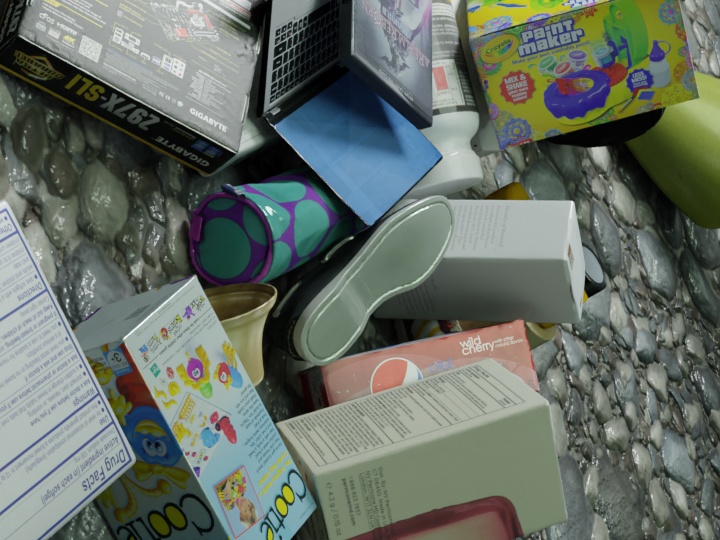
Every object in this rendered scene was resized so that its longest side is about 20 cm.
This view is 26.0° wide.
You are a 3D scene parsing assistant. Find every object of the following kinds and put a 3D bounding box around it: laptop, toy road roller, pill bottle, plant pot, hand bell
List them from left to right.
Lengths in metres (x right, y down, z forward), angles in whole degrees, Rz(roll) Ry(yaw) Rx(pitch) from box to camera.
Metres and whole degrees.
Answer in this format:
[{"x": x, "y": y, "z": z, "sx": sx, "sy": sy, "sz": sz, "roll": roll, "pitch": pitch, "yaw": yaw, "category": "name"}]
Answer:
[{"x": -0.096, "y": 0.121, "z": 1.231, "sx": 0.104, "sy": 0.104, "sz": 0.201, "roll": -35, "pitch": 118, "yaw": -55, "category": "hand bell"}, {"x": 0.002, "y": -0.173, "z": 1.349, "sx": 0.187, "sy": 0.115, "sz": 0.201, "roll": -46, "pitch": 147, "yaw": -58, "category": "laptop"}, {"x": 0.051, "y": -0.173, "z": 1.515, "sx": 0.116, "sy": 0.116, "sz": 0.201, "roll": -4, "pitch": 79, "yaw": -55, "category": "pill bottle"}, {"x": 0.147, "y": 0.001, "z": 1.581, "sx": 0.146, "sy": 0.123, "sz": 0.200, "roll": 57, "pitch": 30, "yaw": -2, "category": "toy road roller"}, {"x": 0.422, "y": -0.181, "z": 2.021, "sx": 0.199, "sy": 0.187, "sz": 0.188, "roll": 29, "pitch": 52, "yaw": -27, "category": "plant pot"}]

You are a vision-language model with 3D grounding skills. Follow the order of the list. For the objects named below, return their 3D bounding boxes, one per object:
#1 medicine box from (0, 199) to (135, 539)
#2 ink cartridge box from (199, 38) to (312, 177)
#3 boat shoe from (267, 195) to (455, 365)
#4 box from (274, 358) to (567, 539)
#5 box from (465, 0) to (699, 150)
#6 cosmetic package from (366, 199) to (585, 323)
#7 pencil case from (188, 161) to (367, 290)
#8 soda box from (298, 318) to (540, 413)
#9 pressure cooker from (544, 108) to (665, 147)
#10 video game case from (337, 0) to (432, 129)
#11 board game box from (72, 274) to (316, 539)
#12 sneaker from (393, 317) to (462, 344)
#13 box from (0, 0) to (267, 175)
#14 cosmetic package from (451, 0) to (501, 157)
[{"x": -0.264, "y": 0.087, "z": 0.966, "sx": 0.182, "sy": 0.103, "sz": 0.201, "roll": -41, "pitch": 110, "yaw": -54, "category": "medicine box"}, {"x": -0.129, "y": -0.194, "z": 1.344, "sx": 0.200, "sy": 0.057, "sz": 0.162, "roll": 56, "pitch": 35, "yaw": 0, "category": "ink cartridge box"}, {"x": 0.000, "y": 0.000, "z": 1.335, "sx": 0.200, "sy": 0.060, "sz": 0.076, "roll": -39, "pitch": 124, "yaw": -28, "category": "boat shoe"}, {"x": 0.047, "y": 0.162, "z": 1.252, "sx": 0.199, "sy": 0.128, "sz": 0.110, "roll": -15, "pitch": 107, "yaw": -13, "category": "box"}, {"x": 0.214, "y": -0.234, "z": 1.550, "sx": 0.193, "sy": 0.199, "sz": 0.123, "roll": -84, "pitch": 158, "yaw": -62, "category": "box"}, {"x": 0.100, "y": -0.009, "z": 1.420, "sx": 0.102, "sy": 0.199, "sz": 0.074, "roll": 70, "pitch": 26, "yaw": -52, "category": "cosmetic package"}, {"x": -0.062, "y": -0.049, "z": 1.330, "sx": 0.092, "sy": 0.085, "sz": 0.200, "roll": 32, "pitch": 28, "yaw": 19, "category": "pencil case"}, {"x": 0.052, "y": 0.096, "z": 1.361, "sx": 0.199, "sy": 0.063, "sz": 0.070, "roll": -11, "pitch": 84, "yaw": -22, "category": "soda box"}, {"x": 0.266, "y": -0.266, "z": 1.812, "sx": 0.178, "sy": 0.175, "sz": 0.201, "roll": 26, "pitch": 55, "yaw": -43, "category": "pressure cooker"}, {"x": 0.024, "y": -0.244, "z": 1.392, "sx": 0.143, "sy": 0.019, "sz": 0.201, "roll": 34, "pitch": 49, "yaw": -52, "category": "video game case"}, {"x": -0.135, "y": 0.124, "z": 1.133, "sx": 0.201, "sy": 0.103, "sz": 0.105, "roll": 64, "pitch": 34, "yaw": -13, "category": "board game box"}, {"x": 0.081, "y": 0.070, "z": 1.475, "sx": 0.075, "sy": 0.090, "sz": 0.201, "roll": 32, "pitch": 52, "yaw": -45, "category": "sneaker"}, {"x": -0.174, "y": -0.188, "z": 1.219, "sx": 0.199, "sy": 0.049, "sz": 0.160, "roll": 27, "pitch": 53, "yaw": -29, "category": "box"}, {"x": 0.080, "y": -0.208, "z": 1.603, "sx": 0.051, "sy": 0.082, "sz": 0.201, "roll": -7, "pitch": 82, "yaw": -55, "category": "cosmetic package"}]
